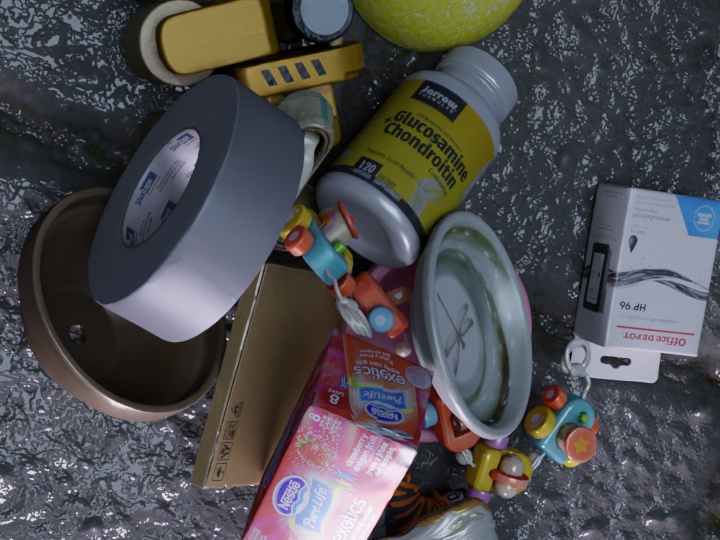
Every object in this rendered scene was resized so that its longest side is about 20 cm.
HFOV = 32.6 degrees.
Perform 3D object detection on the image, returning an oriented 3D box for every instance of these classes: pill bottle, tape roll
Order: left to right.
[{"bbox_3d":[-0.130,-0.049,0.951,0.066,0.200,0.201,31,87,-28],"label":"tape roll"},{"bbox_3d":[0.057,-0.108,1.115,0.112,0.112,0.200,47,65,-20],"label":"pill bottle"}]

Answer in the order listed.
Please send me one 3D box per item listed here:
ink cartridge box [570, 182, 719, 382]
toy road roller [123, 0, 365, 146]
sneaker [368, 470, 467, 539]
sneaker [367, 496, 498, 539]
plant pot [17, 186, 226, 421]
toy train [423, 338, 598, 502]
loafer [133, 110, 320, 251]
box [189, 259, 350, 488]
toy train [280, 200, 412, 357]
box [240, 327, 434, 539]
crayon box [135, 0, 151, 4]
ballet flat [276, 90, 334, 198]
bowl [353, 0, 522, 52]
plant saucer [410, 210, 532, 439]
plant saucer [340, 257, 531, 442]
[{"bbox_3d":[0.289,0.019,1.252,0.115,0.068,0.202,6,96,-20],"label":"ink cartridge box"},{"bbox_3d":[-0.092,-0.169,1.058,0.198,0.123,0.148,-15,104,-18],"label":"toy road roller"},{"bbox_3d":[0.050,0.220,1.201,0.111,0.077,0.202,-23,116,-19],"label":"sneaker"},{"bbox_3d":[0.036,0.279,1.111,0.198,0.076,0.088,-22,83,0],"label":"sneaker"},{"bbox_3d":[-0.216,0.039,1.039,0.200,0.092,0.203,31,45,-38],"label":"plant pot"},{"bbox_3d":[0.154,0.146,1.173,0.198,0.056,0.152,-16,112,-22],"label":"toy train"},{"bbox_3d":[-0.109,-0.073,1.095,0.199,0.067,0.077,26,89,-21],"label":"loafer"},{"bbox_3d":[-0.072,0.096,1.111,0.163,0.021,0.202,11,94,-59],"label":"box"},{"bbox_3d":[0.000,0.000,1.030,0.056,0.200,0.151,-41,82,4],"label":"toy train"},{"bbox_3d":[-0.023,0.162,1.018,0.095,0.100,0.201,23,127,-4],"label":"box"},{"bbox_3d":[-0.151,-0.334,1.022,0.118,0.058,0.202,-15,89,-18],"label":"crayon box"},{"bbox_3d":[-0.085,-0.061,1.027,0.067,0.063,0.201,17,121,-28],"label":"ballet flat"},{"bbox_3d":[0.086,-0.299,1.110,0.198,0.108,0.202,-3,100,-20],"label":"bowl"},{"bbox_3d":[0.090,0.050,1.088,0.200,0.050,0.202,31,54,-53],"label":"plant saucer"},{"bbox_3d":[0.068,0.062,1.183,0.199,0.051,0.203,-5,104,-22],"label":"plant saucer"}]
